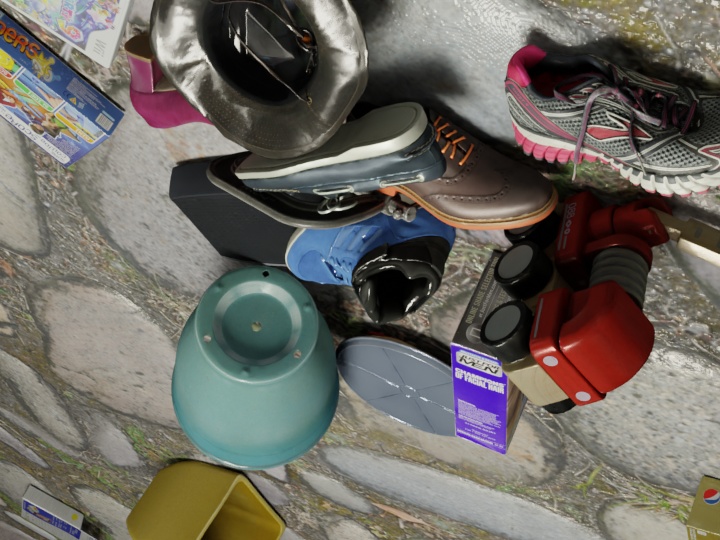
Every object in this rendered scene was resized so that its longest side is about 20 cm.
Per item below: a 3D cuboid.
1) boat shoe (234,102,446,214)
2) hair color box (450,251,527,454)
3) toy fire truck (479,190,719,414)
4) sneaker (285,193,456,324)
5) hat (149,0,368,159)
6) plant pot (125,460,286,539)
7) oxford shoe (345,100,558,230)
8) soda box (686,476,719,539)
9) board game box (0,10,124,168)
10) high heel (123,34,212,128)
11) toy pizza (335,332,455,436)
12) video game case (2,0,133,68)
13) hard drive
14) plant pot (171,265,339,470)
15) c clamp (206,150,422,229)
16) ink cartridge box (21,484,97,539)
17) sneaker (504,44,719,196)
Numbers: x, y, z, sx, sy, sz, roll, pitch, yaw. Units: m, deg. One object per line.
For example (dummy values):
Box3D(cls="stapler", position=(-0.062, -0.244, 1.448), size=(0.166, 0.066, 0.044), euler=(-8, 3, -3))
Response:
Box3D(cls="boat shoe", position=(-0.018, -0.088, 1.049), size=(0.198, 0.075, 0.062), euler=(-11, 125, 33))
Box3D(cls="hair color box", position=(0.138, 0.086, 1.254), size=(0.064, 0.110, 0.201), euler=(18, 151, 18))
Box3D(cls="toy fire truck", position=(0.219, 0.016, 1.009), size=(0.198, 0.178, 0.129), euler=(-21, 127, 38))
Box3D(cls="sneaker", position=(-0.001, -0.001, 1.187), size=(0.198, 0.112, 0.077), euler=(-14, 135, 33))
Box3D(cls="hat", position=(-0.069, -0.193, 1.000), size=(0.198, 0.081, 0.203), euler=(16, 134, 17))
Box3D(cls="plant pot", position=(-0.287, 0.447, 2.185), size=(0.198, 0.197, 0.195), euler=(16, 151, 36))
Box3D(cls="oxford shoe", position=(0.071, -0.091, 1.064), size=(0.197, 0.072, 0.073), euler=(17, 146, 22))
Box3D(cls="soda box", position=(0.415, 0.314, 1.429), size=(0.067, 0.065, 0.201), euler=(12, 149, 27))
Box3D(cls="board game box", position=(-0.355, -0.196, 1.317), size=(0.199, 0.035, 0.135), euler=(40, 151, -21))
Box3D(cls="high heel", position=(-0.137, -0.143, 1.159), size=(0.198, 0.068, 0.097), euler=(21, 143, 25))
Box3D(cls="toy pizza", position=(0.063, 0.130, 1.484), size=(0.198, 0.032, 0.201), euler=(21, 152, 12))
Box3D(cls="video game case", position=(-0.300, -0.277, 1.150), size=(0.198, 0.018, 0.143), euler=(32, 152, -7))
Box3D(cls="hard drive", position=(-0.103, -0.057, 1.310), size=(0.198, 0.043, 0.135), euler=(2, 143, 41))
Box3D(cls="plant pot", position=(-0.114, 0.095, 1.399), size=(0.198, 0.202, 0.189), euler=(25, 154, 6))
Box3D(cls="c clamp", position=(-0.034, -0.076, 1.140), size=(0.198, 0.170, 0.027), euler=(26, 125, 35))
Box3D(cls="ink cartridge box", position=(-0.699, 0.587, 2.960), size=(0.198, 0.047, 0.198), euler=(28, 151, -3))
Box3D(cls="sneaker", position=(0.191, -0.110, 0.905), size=(0.197, 0.081, 0.075), euler=(12, 147, 30))
